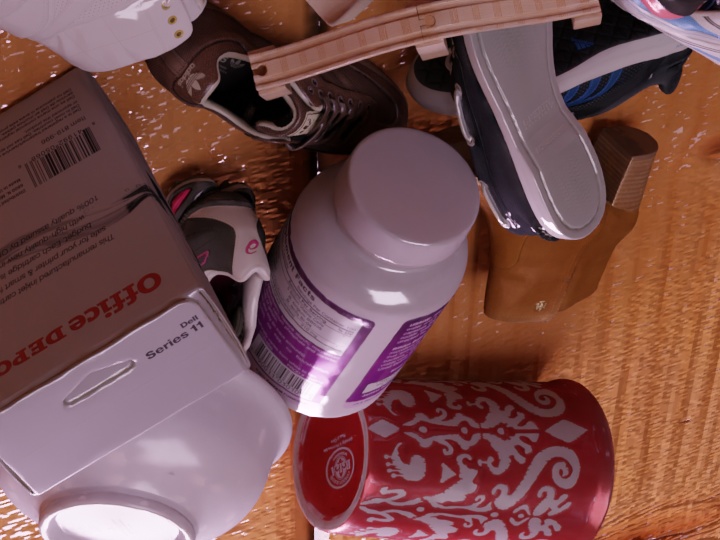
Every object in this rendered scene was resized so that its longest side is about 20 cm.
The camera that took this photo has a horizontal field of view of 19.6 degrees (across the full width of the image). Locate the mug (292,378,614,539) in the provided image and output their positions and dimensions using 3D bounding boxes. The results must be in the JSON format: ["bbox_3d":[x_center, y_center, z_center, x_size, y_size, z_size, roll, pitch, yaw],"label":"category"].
[{"bbox_3d":[0.055,0.155,1.504,0.200,0.133,0.178,7,126,-31],"label":"mug"}]

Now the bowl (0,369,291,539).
[{"bbox_3d":[-0.147,0.126,1.307,0.201,0.090,0.201,3,147,2],"label":"bowl"}]

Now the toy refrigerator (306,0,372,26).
[{"bbox_3d":[0.039,-0.227,1.137,0.200,0.070,0.076,-42,-179,13],"label":"toy refrigerator"}]

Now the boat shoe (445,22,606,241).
[{"bbox_3d":[0.080,-0.108,1.216,0.076,0.060,0.200,-28,108,-38],"label":"boat shoe"}]

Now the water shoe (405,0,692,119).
[{"bbox_3d":[0.124,-0.118,1.312,0.200,0.072,0.079,-16,139,-16],"label":"water shoe"}]

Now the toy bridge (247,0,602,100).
[{"bbox_3d":[0.037,-0.130,1.128,0.200,0.027,0.067,-13,178,5],"label":"toy bridge"}]

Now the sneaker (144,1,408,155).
[{"bbox_3d":[-0.043,-0.095,1.233,0.200,0.076,0.070,16,121,-40],"label":"sneaker"}]

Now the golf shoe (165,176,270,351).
[{"bbox_3d":[-0.113,0.036,1.316,0.077,0.088,0.200,-2,133,-31],"label":"golf shoe"}]

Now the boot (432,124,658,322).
[{"bbox_3d":[0.103,-0.025,1.392,0.201,0.071,0.144,-5,130,-34],"label":"boot"}]

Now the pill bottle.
[{"bbox_3d":[0.000,0.000,1.288,0.112,0.112,0.200,-6,152,-26],"label":"pill bottle"}]

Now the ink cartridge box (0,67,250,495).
[{"bbox_3d":[-0.168,0.004,1.163,0.147,0.200,0.083,-30,140,0],"label":"ink cartridge box"}]

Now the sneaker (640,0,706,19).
[{"bbox_3d":[0.149,-0.185,1.175,0.087,0.200,0.074,-36,117,22],"label":"sneaker"}]

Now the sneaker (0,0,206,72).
[{"bbox_3d":[-0.109,-0.184,1.110,0.200,0.074,0.116,-34,143,23],"label":"sneaker"}]

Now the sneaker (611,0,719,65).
[{"bbox_3d":[0.238,-0.157,1.270,0.200,0.072,0.072,21,86,-16],"label":"sneaker"}]
